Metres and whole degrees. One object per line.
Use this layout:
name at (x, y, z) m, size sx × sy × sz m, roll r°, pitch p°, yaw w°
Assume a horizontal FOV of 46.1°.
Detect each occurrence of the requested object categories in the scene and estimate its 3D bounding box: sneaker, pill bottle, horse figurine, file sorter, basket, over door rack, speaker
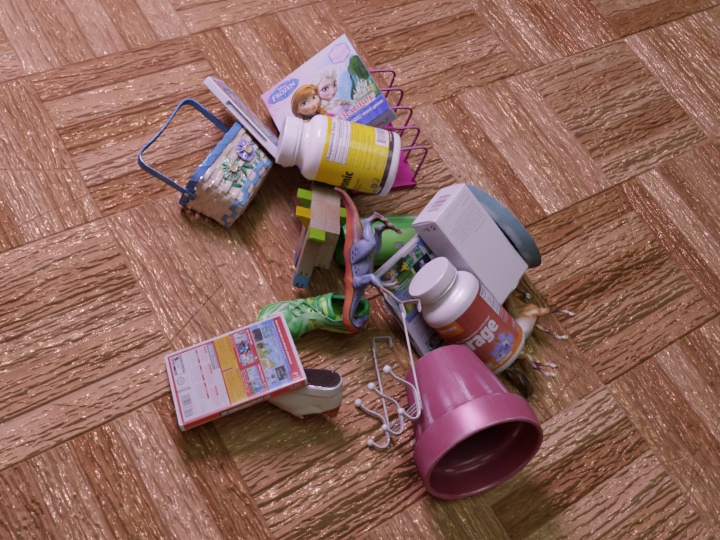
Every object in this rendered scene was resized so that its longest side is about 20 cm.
sneaker at (-0.125, 0.194, 1.323) m, size 0.198 × 0.086 × 0.073 m, roll 9°, pitch 34°, yaw 14°
sneaker at (-0.076, 0.067, 1.401) m, size 0.198 × 0.084 × 0.075 m, roll -6°, pitch 62°, yaw -19°
pill bottle at (-0.039, -0.200, 1.435) m, size 0.198 × 0.112 × 0.112 m, roll 12°, pitch 57°, yaw -12°
horse figurine at (0.298, 0.120, 1.500) m, size 0.131 × 0.050 × 0.201 m, roll 20°, pitch 61°, yaw 10°
file sorter at (0.028, -0.268, 1.610) m, size 0.137 × 0.126 × 0.202 m, roll -10°, pitch 63°, yaw -22°
basket at (-0.263, -0.191, 1.467) m, size 0.199 × 0.139 × 0.177 m, roll 32°, pitch 55°, yaw -7°
over door rack at (0.043, 0.164, 1.343) m, size 0.066 × 0.148 × 0.202 m, roll 11°, pitch 57°, yaw -16°
pill bottle at (0.175, 0.076, 1.414) m, size 0.200 × 0.112 × 0.113 m, roll 45°, pitch 53°, yaw -20°
speaker at (0.056, -0.053, 1.514) m, size 0.198 × 0.089 × 0.089 m, roll -3°, pitch 60°, yaw -18°

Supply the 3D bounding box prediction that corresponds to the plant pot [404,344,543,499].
plant pot at (0.159, 0.225, 1.325) m, size 0.198 × 0.201 × 0.180 m, roll -7°, pitch 47°, yaw -21°

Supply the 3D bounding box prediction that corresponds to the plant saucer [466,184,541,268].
plant saucer at (0.244, -0.072, 1.528) m, size 0.027 × 0.200 × 0.200 m, roll -43°, pitch 77°, yaw -8°

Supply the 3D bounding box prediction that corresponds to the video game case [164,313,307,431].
video game case at (-0.193, 0.152, 1.295) m, size 0.198 × 0.018 × 0.144 m, roll -20°, pitch 46°, yaw -7°

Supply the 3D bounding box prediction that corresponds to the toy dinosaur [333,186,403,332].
toy dinosaur at (0.000, 0.000, 1.365) m, size 0.199 × 0.105 × 0.182 m, roll 34°, pitch 92°, yaw 15°

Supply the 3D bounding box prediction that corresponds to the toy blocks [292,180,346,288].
toy blocks at (-0.076, -0.060, 1.453) m, size 0.099 × 0.138 × 0.201 m, roll 13°, pitch 38°, yaw -10°

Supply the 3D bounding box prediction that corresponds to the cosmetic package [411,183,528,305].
cosmetic package at (0.191, -0.041, 1.460) m, size 0.102 × 0.074 × 0.201 m, roll -48°, pitch 111°, yaw -25°

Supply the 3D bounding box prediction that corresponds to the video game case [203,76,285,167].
video game case at (-0.194, -0.265, 1.517) m, size 0.018 × 0.143 × 0.200 m, roll -43°, pitch 96°, yaw 7°

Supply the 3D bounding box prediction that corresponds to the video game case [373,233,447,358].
video game case at (0.130, 0.027, 1.470) m, size 0.200 × 0.022 × 0.183 m, roll -41°, pitch 106°, yaw -28°

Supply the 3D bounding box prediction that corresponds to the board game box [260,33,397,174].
board game box at (-0.061, -0.300, 1.547) m, size 0.199 × 0.041 × 0.201 m, roll -34°, pitch 62°, yaw 9°
